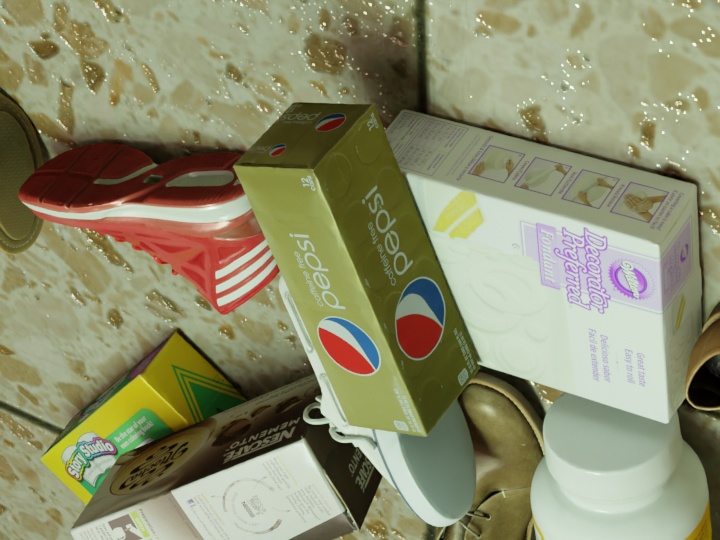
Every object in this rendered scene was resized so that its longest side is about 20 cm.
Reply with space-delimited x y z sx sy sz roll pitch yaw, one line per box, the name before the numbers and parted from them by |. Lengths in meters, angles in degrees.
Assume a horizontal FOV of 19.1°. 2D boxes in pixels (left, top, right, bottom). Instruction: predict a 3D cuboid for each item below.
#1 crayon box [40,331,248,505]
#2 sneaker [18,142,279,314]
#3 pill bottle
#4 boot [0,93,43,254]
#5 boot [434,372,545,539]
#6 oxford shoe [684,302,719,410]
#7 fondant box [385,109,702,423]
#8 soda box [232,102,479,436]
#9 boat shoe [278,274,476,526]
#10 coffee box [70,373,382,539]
crayon box | -0.136 0.156 1.658 0.173 0.058 0.200 45 142 -6
sneaker | -0.140 -0.019 1.464 0.199 0.078 0.116 7 132 37
pill bottle | 0.168 0.167 1.363 0.112 0.113 0.201 15 137 29
boot | -0.319 -0.097 1.533 0.155 0.077 0.201 -7 121 43
boot | 0.084 0.156 1.457 0.073 0.075 0.201 24 138 27
oxford shoe | 0.254 0.033 1.187 0.071 0.071 0.200 45 142 -5
fondant box | 0.104 -0.004 1.287 0.199 0.058 0.145 16 137 27
soda box | 0.000 0.000 1.275 0.064 0.068 0.201 5 131 39
boat shoe | 0.000 0.081 1.411 0.086 0.074 0.203 -29 89 44
coffee box | -0.089 0.154 1.505 0.199 0.113 0.080 -23 107 24
